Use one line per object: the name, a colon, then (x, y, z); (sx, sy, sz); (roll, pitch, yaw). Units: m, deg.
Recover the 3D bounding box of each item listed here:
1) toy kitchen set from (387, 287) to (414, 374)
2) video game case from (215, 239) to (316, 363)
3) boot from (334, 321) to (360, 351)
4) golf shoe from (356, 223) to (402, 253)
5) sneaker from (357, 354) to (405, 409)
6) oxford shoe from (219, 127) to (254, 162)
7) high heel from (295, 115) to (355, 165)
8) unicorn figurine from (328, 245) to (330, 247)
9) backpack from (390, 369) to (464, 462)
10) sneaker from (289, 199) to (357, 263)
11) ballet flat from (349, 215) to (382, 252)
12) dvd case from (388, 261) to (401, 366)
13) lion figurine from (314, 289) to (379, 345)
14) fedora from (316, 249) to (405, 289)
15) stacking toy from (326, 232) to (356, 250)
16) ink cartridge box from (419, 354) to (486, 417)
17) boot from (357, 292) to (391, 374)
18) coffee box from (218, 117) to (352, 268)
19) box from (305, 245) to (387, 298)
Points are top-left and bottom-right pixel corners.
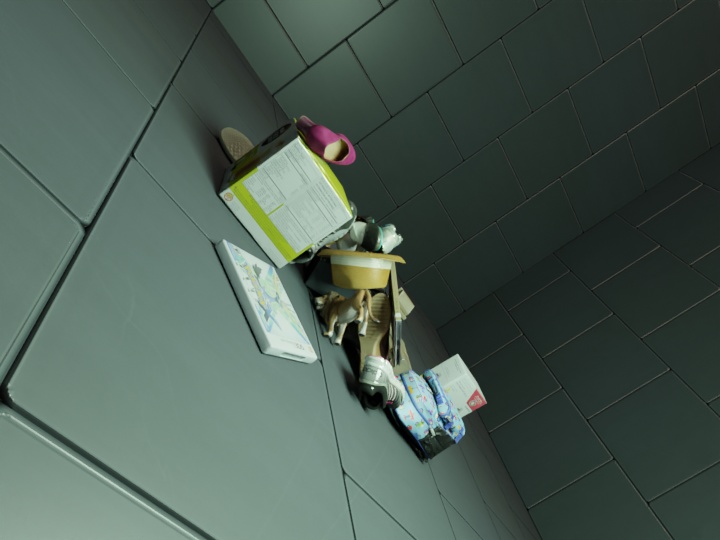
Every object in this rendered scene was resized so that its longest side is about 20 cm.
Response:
toy kitchen set: (0.080, 0.156, 1.475); (0.201, 0.162, 0.181); (54, 8, -16)
video game case: (-0.155, 0.057, 0.913); (0.202, 0.022, 0.182); (60, 8, 21)
boot: (-0.030, 0.110, 1.349); (0.131, 0.067, 0.201); (44, 13, -38)
golf shoe: (0.015, -0.043, 1.386); (0.078, 0.200, 0.097); (47, 42, -3)
sneaker: (0.038, 0.256, 1.137); (0.073, 0.088, 0.201); (15, -29, 26)
oxford shoe: (-0.272, -0.256, 1.313); (0.201, 0.075, 0.058); (49, -33, -6)
high heel: (-0.050, -0.240, 1.102); (0.096, 0.068, 0.199); (48, 18, 29)
unicorn figurine: (-0.109, -0.045, 1.477); (0.199, 0.074, 0.138); (39, 24, -21)
backpack: (0.143, 0.323, 1.305); (0.201, 0.133, 0.184); (54, 9, -30)
sneaker: (-0.089, -0.074, 1.223); (0.075, 0.199, 0.116); (48, 17, -15)
ballet flat: (0.006, -0.091, 1.299); (0.067, 0.069, 0.200); (13, 13, -10)
dvd case: (0.077, 0.093, 1.245); (0.202, 0.016, 0.151); (-93, -179, -48)
lion figurine: (-0.023, 0.083, 1.157); (0.072, 0.198, 0.124); (38, 50, -33)
fedora: (0.000, 0.000, 1.193); (0.200, 0.196, 0.084); (3, 92, -80)
stacking toy: (-0.090, -0.115, 1.342); (0.198, 0.147, 0.146); (35, 6, 6)
ink cartridge box: (0.225, 0.348, 1.495); (0.146, 0.198, 0.084); (51, 12, -32)
boot: (0.040, 0.159, 1.269); (0.166, 0.071, 0.204); (31, 71, -75)
coffee box: (-0.156, -0.170, 1.152); (0.201, 0.196, 0.201); (53, 8, -26)
box: (-0.033, 0.035, 1.329); (0.198, 0.080, 0.141); (33, 11, -12)
